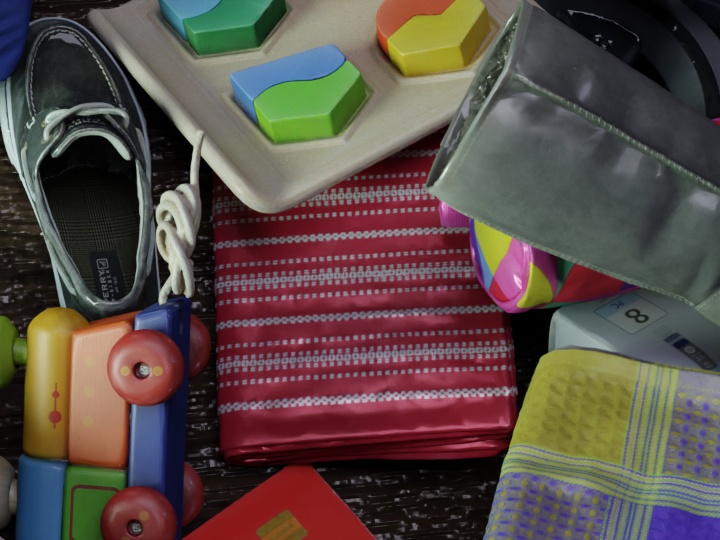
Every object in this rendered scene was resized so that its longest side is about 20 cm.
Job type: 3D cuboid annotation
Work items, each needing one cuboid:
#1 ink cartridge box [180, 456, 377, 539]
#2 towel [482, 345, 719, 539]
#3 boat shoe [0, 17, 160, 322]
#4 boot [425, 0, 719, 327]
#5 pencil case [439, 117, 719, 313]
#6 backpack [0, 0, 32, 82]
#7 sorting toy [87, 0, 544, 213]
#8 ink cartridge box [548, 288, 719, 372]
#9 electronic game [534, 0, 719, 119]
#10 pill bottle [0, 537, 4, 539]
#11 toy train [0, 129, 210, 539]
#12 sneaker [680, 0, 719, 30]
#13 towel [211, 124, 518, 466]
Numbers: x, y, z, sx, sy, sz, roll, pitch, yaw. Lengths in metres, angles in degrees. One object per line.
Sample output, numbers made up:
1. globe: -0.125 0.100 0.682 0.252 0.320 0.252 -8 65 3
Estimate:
1. ink cartridge box: -0.042 0.190 1.105 0.200 0.045 0.176 -34 72 -25
2. towel: 0.126 0.106 1.052 0.144 0.023 0.200 13 40 10
3. boat shoe: -0.130 -0.051 1.212 0.072 0.071 0.200 -11 62 -16
4. boot: 0.152 -0.062 1.118 0.200 0.073 0.182 30 71 0
5. pencil case: 0.145 -0.035 1.183 0.200 0.088 0.088 -8 62 -16
6. backpack: -0.245 -0.178 1.221 0.168 0.163 0.200 3 47 -16
7. sorting toy: -0.015 -0.124 1.255 0.200 0.036 0.185 -25 47 -18
8. ink cartridge box: 0.214 0.048 1.172 0.160 0.047 0.200 -26 41 -34
9. electronic game: 0.103 -0.075 1.283 0.200 0.042 0.200 1 64 -2
10. pill bottle: -0.241 0.112 1.074 0.200 0.113 0.113 42 62 17
11. toy train: -0.130 0.033 1.117 0.116 0.085 0.200 4 97 6
12. sneaker: 0.187 -0.183 1.346 0.200 0.074 0.082 31 46 14
13. towel: 0.000 0.000 1.214 0.145 0.022 0.200 -4 64 3
